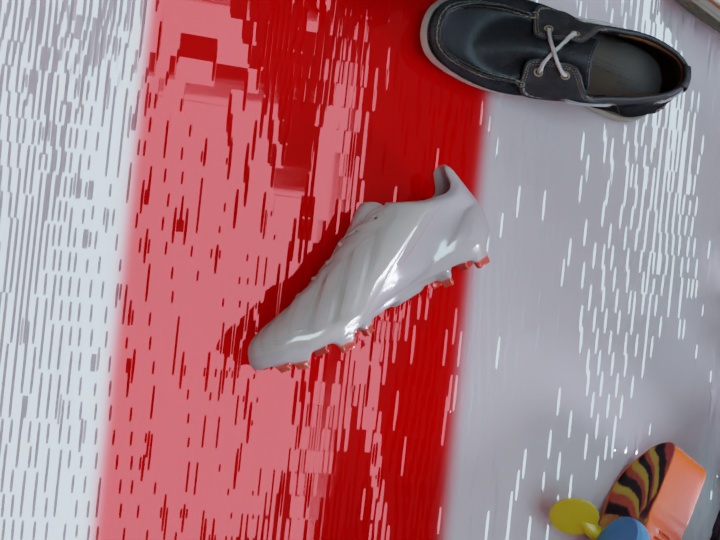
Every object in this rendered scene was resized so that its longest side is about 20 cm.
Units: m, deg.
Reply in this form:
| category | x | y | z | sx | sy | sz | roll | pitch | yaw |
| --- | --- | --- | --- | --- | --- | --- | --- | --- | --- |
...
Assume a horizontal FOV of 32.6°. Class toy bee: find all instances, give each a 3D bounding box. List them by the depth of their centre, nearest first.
| category | x | y | z | sx | sy | sz | roll | pitch | yaw |
| --- | --- | --- | --- | --- | --- | --- | --- | --- | --- |
| toy bee | 0.177 | 0.219 | 0.887 | 0.200 | 0.108 | 0.132 | -39 | 96 | -40 |

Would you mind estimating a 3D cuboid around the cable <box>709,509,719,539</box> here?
| category | x | y | z | sx | sy | sz | roll | pitch | yaw |
| --- | --- | --- | --- | --- | --- | --- | --- | --- | --- |
| cable | 0.288 | 0.182 | 0.891 | 0.050 | 0.164 | 0.201 | 16 | 56 | 22 |

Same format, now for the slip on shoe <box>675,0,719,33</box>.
| category | x | y | z | sx | sy | sz | roll | pitch | yaw |
| --- | --- | --- | --- | --- | --- | --- | --- | --- | --- |
| slip on shoe | 0.327 | -0.182 | 0.930 | 0.198 | 0.074 | 0.062 | 31 | 100 | -12 |

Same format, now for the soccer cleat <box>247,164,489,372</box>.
| category | x | y | z | sx | sy | sz | roll | pitch | yaw |
| --- | --- | --- | --- | --- | --- | --- | --- | --- | --- |
| soccer cleat | 0.000 | 0.000 | 0.829 | 0.198 | 0.069 | 0.078 | -30 | 96 | -23 |

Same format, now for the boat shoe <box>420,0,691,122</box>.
| category | x | y | z | sx | sy | sz | roll | pitch | yaw |
| --- | --- | --- | --- | --- | --- | --- | --- | --- | --- |
| boat shoe | 0.139 | -0.155 | 0.871 | 0.197 | 0.068 | 0.073 | 12 | 89 | -18 |
